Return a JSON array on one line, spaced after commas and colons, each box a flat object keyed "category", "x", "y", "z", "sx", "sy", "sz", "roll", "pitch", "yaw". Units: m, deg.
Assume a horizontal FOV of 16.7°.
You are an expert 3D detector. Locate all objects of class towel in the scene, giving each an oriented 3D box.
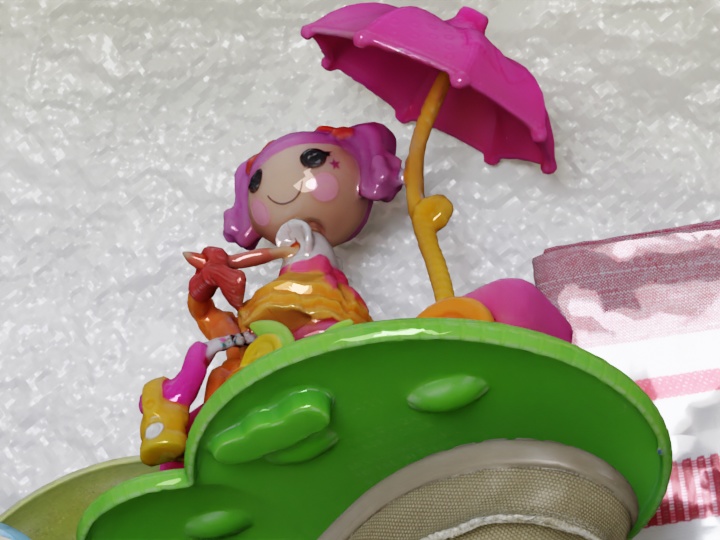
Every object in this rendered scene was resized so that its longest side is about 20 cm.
[{"category": "towel", "x": 0.136, "y": 0.078, "z": 0.804, "sx": 0.143, "sy": 0.023, "sz": 0.202, "roll": -10, "pitch": 74, "yaw": 15}]

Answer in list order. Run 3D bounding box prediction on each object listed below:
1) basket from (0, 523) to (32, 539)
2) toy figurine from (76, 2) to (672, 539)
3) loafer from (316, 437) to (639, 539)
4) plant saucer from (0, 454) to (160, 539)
[{"category": "basket", "x": -0.162, "y": 0.167, "z": 0.726, "sx": 0.138, "sy": 0.177, "sz": 0.200, "roll": 21, "pitch": 39, "yaw": 26}, {"category": "toy figurine", "x": 0.000, "y": 0.000, "z": 0.813, "sx": 0.199, "sy": 0.150, "sz": 0.185, "roll": -22, "pitch": 47, "yaw": 26}, {"category": "loafer", "x": 0.004, "y": 0.121, "z": 0.753, "sx": 0.200, "sy": 0.076, "sz": 0.068, "roll": -35, "pitch": 41, "yaw": 27}, {"category": "plant saucer", "x": -0.067, "y": 0.164, "z": 0.838, "sx": 0.198, "sy": 0.031, "sz": 0.202, "roll": -4, "pitch": 75, "yaw": 16}]
